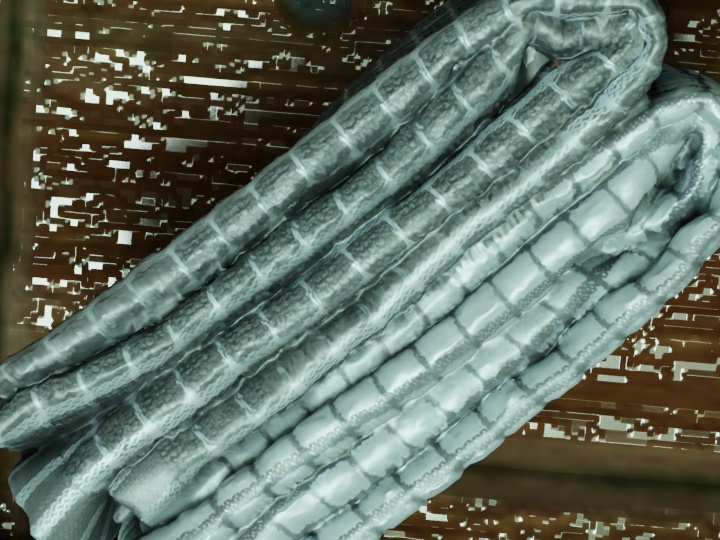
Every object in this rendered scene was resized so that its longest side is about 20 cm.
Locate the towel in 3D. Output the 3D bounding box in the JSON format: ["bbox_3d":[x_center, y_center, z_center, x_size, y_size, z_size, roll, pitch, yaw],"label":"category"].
[{"bbox_3d":[0.000,0.000,0.742,0.200,0.166,0.086,-39,96,5],"label":"towel"}]

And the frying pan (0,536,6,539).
[{"bbox_3d":[-0.063,0.125,0.840,0.189,0.031,0.115,10,97,13],"label":"frying pan"}]
